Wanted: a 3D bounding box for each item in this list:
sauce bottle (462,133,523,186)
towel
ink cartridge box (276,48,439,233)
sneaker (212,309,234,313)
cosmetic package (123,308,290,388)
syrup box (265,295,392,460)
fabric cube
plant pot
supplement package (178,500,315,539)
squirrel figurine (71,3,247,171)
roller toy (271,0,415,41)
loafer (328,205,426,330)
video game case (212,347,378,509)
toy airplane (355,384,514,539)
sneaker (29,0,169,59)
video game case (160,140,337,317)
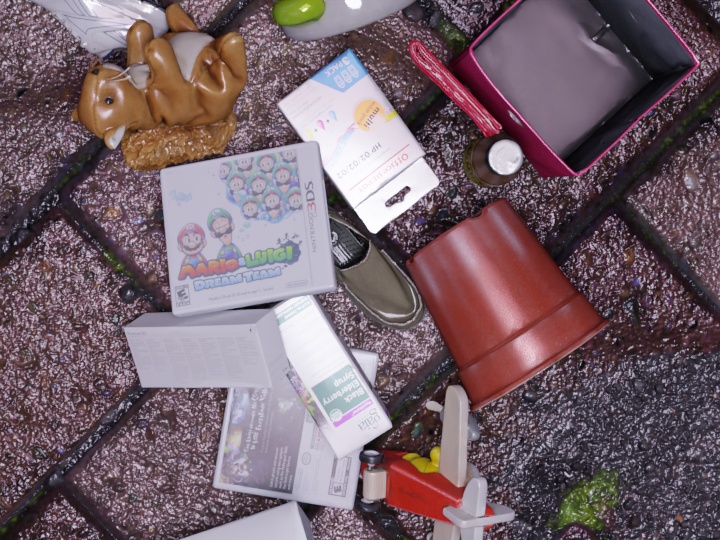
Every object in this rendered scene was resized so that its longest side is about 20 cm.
[{"bbox_3d":[0.159,-0.132,1.589,0.064,0.200,0.066,0,91,-1],"label":"sauce bottle"},{"bbox_3d":[0.107,-0.216,1.583,0.022,0.200,0.145,-43,95,8],"label":"towel"},{"bbox_3d":[0.001,-0.155,1.645,0.115,0.068,0.201,-37,94,0],"label":"ink cartridge box"},{"bbox_3d":[-0.149,-0.037,1.639,0.069,0.078,0.202,15,92,-3],"label":"sneaker"},{"bbox_3d":[-0.184,0.093,1.601,0.198,0.051,0.083,-2,113,32],"label":"cosmetic package"},{"bbox_3d":[-0.045,0.121,1.628,0.078,0.081,0.201,-31,93,1],"label":"syrup box"},{"bbox_3d":[0.244,-0.244,1.588,0.200,0.199,0.196,-42,95,0],"label":"fabric cube"},{"bbox_3d":[0.165,0.032,1.611,0.200,0.201,0.196,-32,86,-1],"label":"plant pot"},{"bbox_3d":[-0.135,0.407,1.600,0.198,0.147,0.193,-18,70,-1],"label":"supplement package"},{"bbox_3d":[-0.240,-0.189,1.574,0.186,0.201,0.141,-34,51,-28],"label":"squirrel figurine"},{"bbox_3d":[-0.025,-0.363,1.569,0.181,0.200,0.141,-18,108,4],"label":"roller toy"},{"bbox_3d":[0.000,0.000,1.652,0.200,0.070,0.075,42,90,-4],"label":"loafer"},{"bbox_3d":[-0.081,0.187,1.682,0.180,0.023,0.202,10,93,-4],"label":"video game case"},{"bbox_3d":[0.105,0.263,1.604,0.200,0.140,0.200,-44,68,36],"label":"toy airplane"},{"bbox_3d":[-0.329,-0.307,1.622,0.198,0.075,0.088,19,97,-3],"label":"sneaker"},{"bbox_3d":[-0.135,-0.050,1.589,0.198,0.024,0.184,-10,75,8],"label":"video game case"}]
